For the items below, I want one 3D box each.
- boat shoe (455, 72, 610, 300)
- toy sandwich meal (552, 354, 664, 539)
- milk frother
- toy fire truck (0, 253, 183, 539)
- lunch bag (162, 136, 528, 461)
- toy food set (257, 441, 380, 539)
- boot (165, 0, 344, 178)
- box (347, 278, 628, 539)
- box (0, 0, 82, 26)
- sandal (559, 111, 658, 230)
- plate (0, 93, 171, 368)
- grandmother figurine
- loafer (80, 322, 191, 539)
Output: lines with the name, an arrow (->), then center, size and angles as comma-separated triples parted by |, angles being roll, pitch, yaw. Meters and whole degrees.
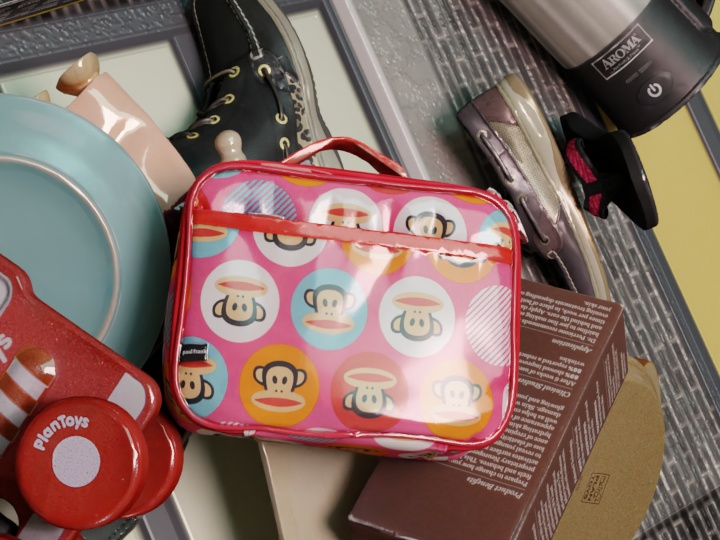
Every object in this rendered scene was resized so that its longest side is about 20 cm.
boat shoe -> 0.132, -0.048, 1.185 | 0.072, 0.064, 0.201 | -100, 165, -70
toy sandwich meal -> 0.140, 0.134, 1.088 | 0.204, 0.070, 0.207 | -21, 122, -39
milk frother -> 0.212, -0.245, 1.300 | 0.188, 0.180, 0.200 | 44, 9, -14
toy fire truck -> -0.201, 0.107, 0.829 | 0.167, 0.112, 0.201 | 34, 89, 8
lunch bag -> -0.009, 0.012, 0.882 | 0.198, 0.082, 0.178 | 6, 78, -10
toy food set -> -0.012, 0.154, 0.978 | 0.143, 0.060, 0.202 | -14, 92, -42
boot -> -0.103, -0.096, 1.026 | 0.153, 0.073, 0.205 | -17, 81, -37
box -> 0.083, 0.103, 0.952 | 0.201, 0.099, 0.075 | -57, 150, -33
box -> -0.215, -0.253, 1.023 | 0.199, 0.049, 0.161 | -28, 92, -41
sandal -> 0.176, -0.072, 1.177 | 0.045, 0.200, 0.076 | -20, 107, -4
plate -> -0.202, 0.003, 0.869 | 0.198, 0.026, 0.202 | -3, 100, -14
grandmother figurine -> -0.113, -0.035, 0.931 | 0.121, 0.061, 0.200 | -40, 95, -1
loafer -> -0.128, 0.081, 0.937 | 0.072, 0.063, 0.201 | 39, 53, -19
